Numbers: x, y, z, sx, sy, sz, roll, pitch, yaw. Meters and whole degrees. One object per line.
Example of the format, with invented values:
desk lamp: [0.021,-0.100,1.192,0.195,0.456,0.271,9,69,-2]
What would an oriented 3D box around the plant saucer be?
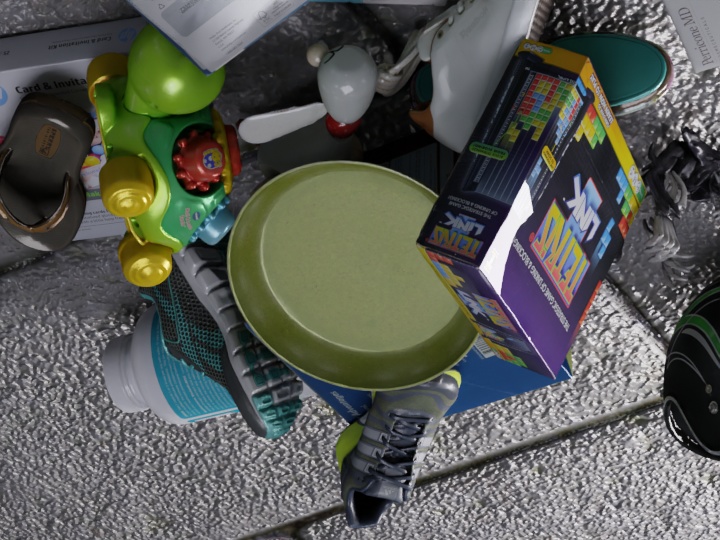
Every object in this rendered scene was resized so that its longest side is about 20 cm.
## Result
plant saucer: [0.000,0.000,1.256,0.198,0.031,0.202,7,123,10]

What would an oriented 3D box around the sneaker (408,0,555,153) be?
sneaker: [0.085,-0.176,1.181,0.084,0.073,0.201,26,117,12]

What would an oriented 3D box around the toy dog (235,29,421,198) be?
toy dog: [-0.044,-0.117,1.266,0.096,0.132,0.201,37,131,7]

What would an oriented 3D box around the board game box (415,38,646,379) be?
board game box: [0.126,-0.038,1.189,0.056,0.166,0.200,19,165,29]

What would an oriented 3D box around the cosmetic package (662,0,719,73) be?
cosmetic package: [0.297,-0.219,1.125,0.199,0.082,0.113,-18,139,22]

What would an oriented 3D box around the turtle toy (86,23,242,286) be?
turtle toy: [-0.138,-0.094,1.208,0.100,0.147,0.201,-11,141,-4]

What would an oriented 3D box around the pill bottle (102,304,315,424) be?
pill bottle: [-0.125,0.072,1.495,0.198,0.112,0.111,-14,139,19]

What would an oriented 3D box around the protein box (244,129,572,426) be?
protein box: [0.041,0.013,1.390,0.199,0.136,0.199,-19,137,25]

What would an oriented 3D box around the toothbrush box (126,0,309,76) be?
toothbrush box: [-0.059,-0.235,1.012,0.146,0.201,0.085,-32,122,27]

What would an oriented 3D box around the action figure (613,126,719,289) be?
action figure: [0.230,-0.040,1.332,0.199,0.103,0.119,-25,153,18]

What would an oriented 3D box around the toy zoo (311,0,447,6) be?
toy zoo: [-0.006,-0.238,1.167,0.198,0.021,0.132,1,142,1]

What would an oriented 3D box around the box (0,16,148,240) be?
box: [-0.208,-0.106,1.332,0.154,0.041,0.201,-6,140,11]

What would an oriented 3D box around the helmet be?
helmet: [0.350,0.087,1.423,0.198,0.191,0.202,-5,110,-13]

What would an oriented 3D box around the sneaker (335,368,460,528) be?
sneaker: [0.032,0.142,1.378,0.073,0.081,0.201,10,142,-11]

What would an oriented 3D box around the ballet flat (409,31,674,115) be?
ballet flat: [0.137,-0.134,1.264,0.198,0.070,0.071,-5,160,16]

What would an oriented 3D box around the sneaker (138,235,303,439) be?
sneaker: [-0.119,0.059,1.406,0.091,0.201,0.077,-40,156,30]

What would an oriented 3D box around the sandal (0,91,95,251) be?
sandal: [-0.246,-0.063,1.302,0.081,0.055,0.200,19,149,-11]
